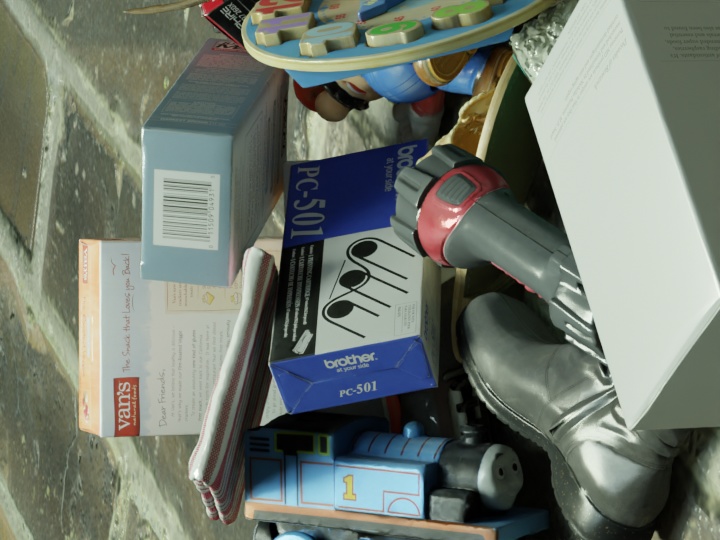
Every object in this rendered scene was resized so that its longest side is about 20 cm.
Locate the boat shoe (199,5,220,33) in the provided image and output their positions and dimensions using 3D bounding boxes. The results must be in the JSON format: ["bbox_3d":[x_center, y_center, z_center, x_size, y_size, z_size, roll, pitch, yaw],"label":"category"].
[{"bbox_3d":[-0.039,-0.188,1.874,0.200,0.076,0.060,7,136,58],"label":"boat shoe"}]

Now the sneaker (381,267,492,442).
[{"bbox_3d":[0.060,0.096,1.658,0.082,0.077,0.201,21,114,37],"label":"sneaker"}]

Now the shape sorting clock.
[{"bbox_3d":[0.027,-0.161,1.538,0.200,0.199,0.039,37,148,63],"label":"shape sorting clock"}]

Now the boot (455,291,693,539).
[{"bbox_3d":[0.132,0.046,1.472,0.200,0.070,0.132,53,137,38],"label":"boot"}]

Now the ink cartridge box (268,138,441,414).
[{"bbox_3d":[0.000,0.000,1.610,0.200,0.094,0.044,-87,-18,-53],"label":"ink cartridge box"}]

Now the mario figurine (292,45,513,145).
[{"bbox_3d":[0.015,-0.118,1.666,0.200,0.106,0.124,14,127,58],"label":"mario figurine"}]

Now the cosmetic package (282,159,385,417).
[{"bbox_3d":[-0.011,0.031,1.753,0.101,0.071,0.201,66,-159,-84],"label":"cosmetic package"}]

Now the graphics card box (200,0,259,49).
[{"bbox_3d":[-0.021,-0.244,1.687,0.200,0.051,0.126,-33,47,18],"label":"graphics card box"}]

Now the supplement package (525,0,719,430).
[{"bbox_3d":[0.174,-0.038,1.274,0.120,0.121,0.201,118,145,-51],"label":"supplement package"}]

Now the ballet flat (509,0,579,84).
[{"bbox_3d":[0.139,-0.083,1.443,0.200,0.071,0.072,-115,33,-42],"label":"ballet flat"}]

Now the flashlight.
[{"bbox_3d":[0.093,-0.005,1.436,0.200,0.067,0.068,37,123,49],"label":"flashlight"}]

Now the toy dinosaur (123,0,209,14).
[{"bbox_3d":[-0.044,-0.210,1.612,0.106,0.060,0.200,-3,44,46],"label":"toy dinosaur"}]

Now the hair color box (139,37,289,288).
[{"bbox_3d":[-0.090,-0.072,1.673,0.200,0.060,0.099,-66,-20,-68],"label":"hair color box"}]

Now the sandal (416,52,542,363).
[{"bbox_3d":[0.062,-0.045,1.583,0.069,0.078,0.213,20,117,29],"label":"sandal"}]

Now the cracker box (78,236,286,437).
[{"bbox_3d":[-0.094,0.044,1.830,0.058,0.199,0.135,-173,83,-67],"label":"cracker box"}]

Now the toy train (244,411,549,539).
[{"bbox_3d":[0.019,0.147,1.606,0.199,0.087,0.115,3,99,33],"label":"toy train"}]

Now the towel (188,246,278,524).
[{"bbox_3d":[-0.079,0.075,1.644,0.200,0.030,0.147,87,-164,-77],"label":"towel"}]
